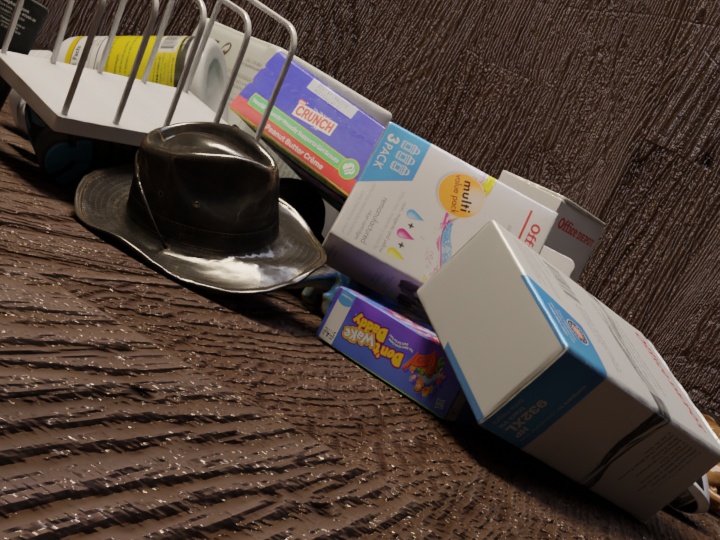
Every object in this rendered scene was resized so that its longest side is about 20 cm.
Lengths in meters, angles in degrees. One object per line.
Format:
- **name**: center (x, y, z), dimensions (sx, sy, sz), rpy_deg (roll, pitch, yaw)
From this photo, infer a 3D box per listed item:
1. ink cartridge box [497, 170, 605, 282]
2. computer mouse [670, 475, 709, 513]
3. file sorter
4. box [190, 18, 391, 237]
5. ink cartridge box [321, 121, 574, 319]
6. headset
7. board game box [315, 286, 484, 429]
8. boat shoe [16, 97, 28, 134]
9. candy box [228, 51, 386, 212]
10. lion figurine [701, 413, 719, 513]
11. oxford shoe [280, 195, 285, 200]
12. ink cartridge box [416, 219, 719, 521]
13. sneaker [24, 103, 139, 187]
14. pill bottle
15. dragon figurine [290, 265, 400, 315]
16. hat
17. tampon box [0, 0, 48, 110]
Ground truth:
- **ink cartridge box**: center (0.165, 0.009, 1.370), dimensions (0.083, 0.200, 0.145), rpy_deg (30, 5, 30)
- **computer mouse**: center (0.225, 0.127, 1.088), dimensions (0.200, 0.044, 0.110), rpy_deg (43, -19, 8)
- **file sorter**: center (-0.177, -0.184, 1.060), dimensions (0.200, 0.125, 0.139), rpy_deg (6, 25, -43)
- **box**: center (-0.115, -0.142, 1.409), dimensions (0.171, 0.200, 0.199), rpy_deg (27, 3, -37)
- **ink cartridge box**: center (0.080, -0.018, 1.036), dimensions (0.200, 0.115, 0.068), rpy_deg (28, -21, -3)
- **headset**: center (-0.082, -0.048, 1.222), dimensions (0.200, 0.094, 0.124), rpy_deg (57, -5, -9)
- **board game box**: center (0.074, 0.079, 1.027), dimensions (0.134, 0.045, 0.200), rpy_deg (31, 6, 34)
- **boat shoe**: center (-0.227, -0.101, 1.186), dimensions (0.200, 0.074, 0.065), rpy_deg (22, 23, -32)
- **candy box**: center (-0.009, -0.099, 1.206), dimensions (0.169, 0.077, 0.200), rpy_deg (39, -3, 26)
- **lion figurine**: center (0.341, 0.190, 1.247), dimensions (0.122, 0.073, 0.200), rpy_deg (21, 9, -1)
- **oxford shoe**: center (-0.100, -0.036, 1.073), dimensions (0.070, 0.075, 0.200), rpy_deg (30, 7, -5)
- **ink cartridge box**: center (0.151, 0.075, 0.920), dimensions (0.200, 0.084, 0.145), rpy_deg (33, 21, -36)
- **sneaker**: center (-0.201, -0.113, 1.116), dimensions (0.200, 0.073, 0.082), rpy_deg (11, 37, -49)
- **pill bottle**: center (-0.240, -0.176, 1.268), dimensions (0.199, 0.113, 0.112), rpy_deg (2, 0, 10)
- **dragon figurine**: center (0.000, 0.000, 1.127), dimensions (0.200, 0.100, 0.059), rpy_deg (25, 5, -35)
- **hat**: center (-0.111, -0.066, 0.967), dimensions (0.200, 0.081, 0.201), rpy_deg (15, 25, -7)
- **tampon box**: center (-0.391, -0.223, 1.118), dimensions (0.150, 0.126, 0.200), rpy_deg (25, 5, -37)
